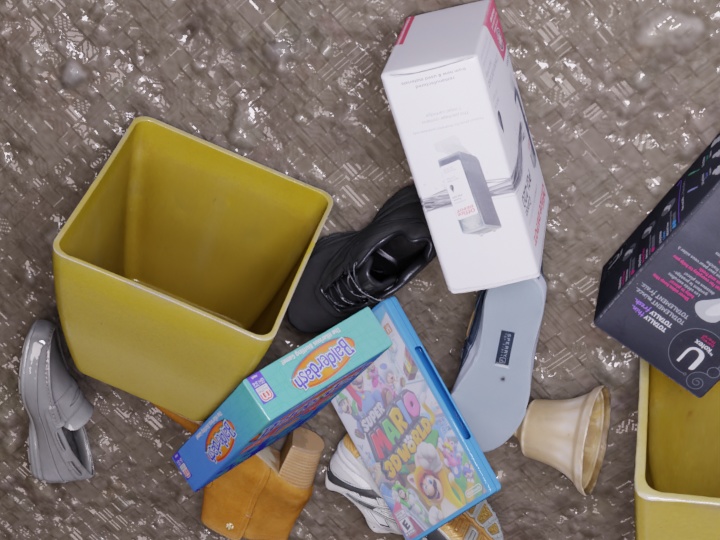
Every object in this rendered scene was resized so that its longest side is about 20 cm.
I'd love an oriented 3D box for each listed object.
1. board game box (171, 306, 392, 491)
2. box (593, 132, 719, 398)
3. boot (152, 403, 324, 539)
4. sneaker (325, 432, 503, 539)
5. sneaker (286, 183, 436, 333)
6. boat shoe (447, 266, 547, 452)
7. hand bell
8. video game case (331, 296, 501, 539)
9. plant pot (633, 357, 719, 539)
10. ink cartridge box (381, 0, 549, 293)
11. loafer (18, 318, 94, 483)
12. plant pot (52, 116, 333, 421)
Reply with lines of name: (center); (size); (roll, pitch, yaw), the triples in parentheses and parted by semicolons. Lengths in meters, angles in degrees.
board game box: (-0.075, 0.121, 1.293); (0.045, 0.152, 0.200); (55, 145, 9)
box: (0.307, -0.013, 1.197); (0.122, 0.106, 0.200); (35, 121, -5)
boot: (-0.145, 0.201, 1.439); (0.200, 0.071, 0.145); (23, 118, -6)
sneaker: (0.053, 0.239, 1.422); (0.200, 0.076, 0.088); (39, 126, 1)
sneaker: (0.000, 0.000, 1.285); (0.076, 0.091, 0.200); (42, 120, -14)
boat shoe: (0.130, 0.066, 1.290); (0.070, 0.091, 0.202); (15, 119, 2)
hand bell: (0.130, 0.145, 1.351); (0.198, 0.104, 0.105); (9, 121, 22)
video game case: (0.038, 0.143, 1.318); (0.143, 0.018, 0.201); (-43, 72, 47)
plant pot: (0.339, 0.213, 1.275); (0.194, 0.195, 0.201); (6, 128, 9)
ink cartridge box: (0.093, -0.104, 1.173); (0.084, 0.146, 0.201); (-10, 116, 17)
loafer: (-0.308, 0.136, 1.447); (0.069, 0.070, 0.201); (5, 127, 4)
plant pot: (-0.162, 0.016, 1.281); (0.199, 0.201, 0.177); (22, 134, 0)
